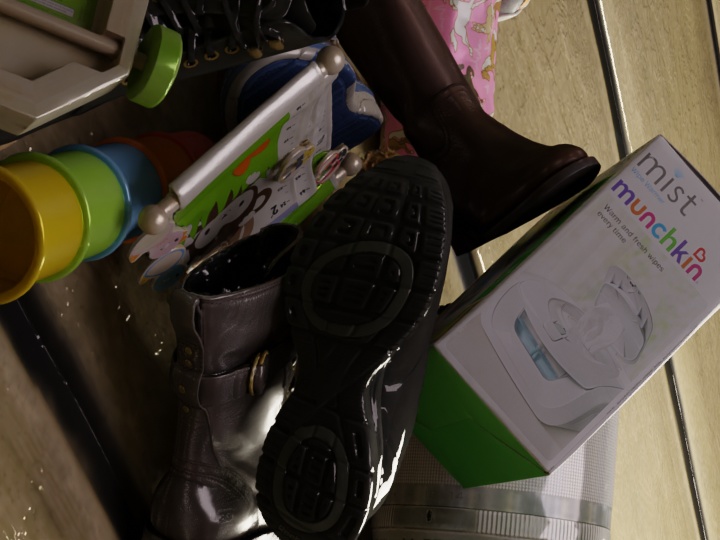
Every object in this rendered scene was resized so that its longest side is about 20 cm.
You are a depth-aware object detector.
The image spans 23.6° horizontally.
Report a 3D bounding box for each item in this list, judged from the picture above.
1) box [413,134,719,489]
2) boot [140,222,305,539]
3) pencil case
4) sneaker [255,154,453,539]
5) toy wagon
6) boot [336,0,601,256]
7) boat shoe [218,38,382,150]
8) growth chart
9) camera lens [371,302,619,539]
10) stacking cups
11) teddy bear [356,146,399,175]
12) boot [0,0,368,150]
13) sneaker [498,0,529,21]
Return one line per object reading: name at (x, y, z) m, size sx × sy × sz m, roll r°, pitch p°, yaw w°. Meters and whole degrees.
box at (0.114, 0.032, 0.989) m, size 0.176 × 0.097 × 0.200 m, roll -43°, pitch 180°, yaw -13°
boot at (-0.045, 0.059, 0.899) m, size 0.200 × 0.069 × 0.175 m, roll -28°, pitch 132°, yaw -62°
pencil case at (0.059, -0.156, 1.170) m, size 0.087 × 0.082 × 0.202 m, roll 35°, pitch 57°, yaw -77°
sneaker at (0.002, 0.039, 0.863) m, size 0.091 × 0.076 × 0.201 m, roll -14°, pitch 123°, yaw -69°
toy wagon at (-0.135, -0.156, 0.682) m, size 0.154 × 0.040 × 0.201 m, roll 21°, pitch 66°, yaw -26°
boot at (0.046, -0.114, 0.994) m, size 0.064 × 0.186 × 0.201 m, roll -26°, pitch 89°, yaw -22°
boat shoe at (-0.044, -0.108, 0.930) m, size 0.073 × 0.072 × 0.200 m, roll 61°, pitch 5°, yaw 10°
growth chart at (-0.054, -0.037, 0.858) m, size 0.145 × 0.018 × 0.200 m, roll -46°, pitch 169°, yaw -10°
camera lens at (0.091, 0.129, 1.153) m, size 0.160 × 0.159 × 0.202 m, roll 30°, pitch 63°, yaw -64°
stacking cups at (-0.117, -0.030, 0.792) m, size 0.200 × 0.060 × 0.061 m, roll -22°, pitch 111°, yaw -66°
teddy bear at (0.000, 0.000, 1.002) m, size 0.200 × 0.066 × 0.146 m, roll -83°, pitch -163°, yaw -63°
boot at (-0.095, -0.104, 0.743) m, size 0.200 × 0.137 × 0.078 m, roll -50°, pitch 136°, yaw -54°
sneaker at (0.090, -0.284, 1.264) m, size 0.077 × 0.078 × 0.202 m, roll -1°, pitch 88°, yaw -53°
